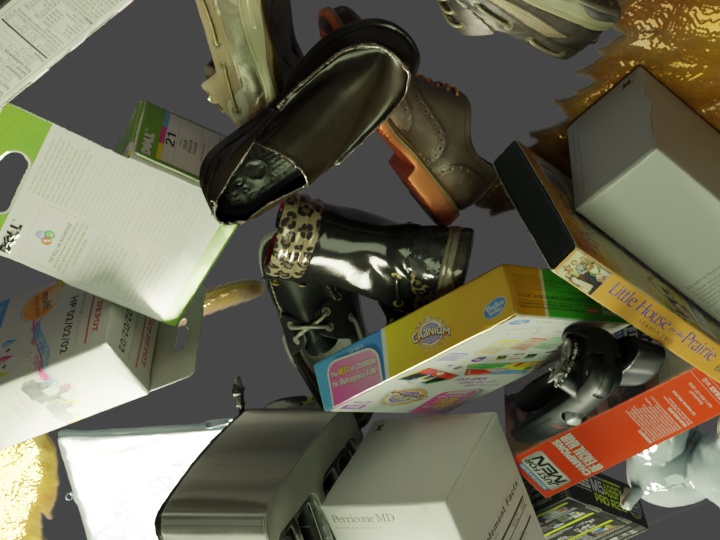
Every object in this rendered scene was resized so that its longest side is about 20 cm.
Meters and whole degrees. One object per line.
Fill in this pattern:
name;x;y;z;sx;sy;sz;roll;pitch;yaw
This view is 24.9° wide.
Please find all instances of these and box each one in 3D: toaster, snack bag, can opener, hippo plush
toaster;-0.070;0.218;1.361;0.118;0.181;0.201;-5;114;28
snack bag;-0.183;0.209;1.535;0.187;0.021;0.201;-4;131;5
can opener;0.159;0.097;1.256;0.078;0.064;0.200;22;152;-10
hippo plush;0.314;0.151;1.412;0.160;0.159;0.201;5;123;39

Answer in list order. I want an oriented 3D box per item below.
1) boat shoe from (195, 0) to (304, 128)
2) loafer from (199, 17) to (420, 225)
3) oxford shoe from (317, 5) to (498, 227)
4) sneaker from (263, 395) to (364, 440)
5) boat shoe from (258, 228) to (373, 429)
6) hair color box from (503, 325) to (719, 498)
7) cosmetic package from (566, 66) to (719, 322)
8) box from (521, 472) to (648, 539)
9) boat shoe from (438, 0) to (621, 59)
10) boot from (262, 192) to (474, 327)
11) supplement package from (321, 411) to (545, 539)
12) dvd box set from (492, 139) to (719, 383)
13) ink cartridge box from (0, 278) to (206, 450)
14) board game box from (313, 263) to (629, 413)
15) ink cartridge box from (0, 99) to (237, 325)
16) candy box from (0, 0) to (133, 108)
boat shoe;-0.081;-0.146;1.194;0.064;0.072;0.201;4;133;15
loafer;-0.034;-0.093;1.140;0.073;0.072;0.200;37;118;-23
oxford shoe;0.036;-0.127;1.217;0.073;0.071;0.200;-36;123;-2
sneaker;-0.024;0.192;1.476;0.075;0.077;0.200;-22;125;22
boat shoe;-0.033;0.052;1.365;0.073;0.061;0.201;-10;130;13
hair color box;0.217;0.095;1.359;0.199;0.111;0.064;-32;122;26
cosmetic package;0.256;-0.048;1.236;0.200;0.108;0.085;35;125;-23
box;0.141;0.242;1.496;0.199;0.045;0.160;-30;147;25
boat shoe;0.084;-0.198;1.135;0.199;0.075;0.073;22;128;-15
boot;0.000;0.000;1.280;0.150;0.074;0.200;14;164;-5
supplement package;0.073;0.233;1.347;0.121;0.120;0.201;-7;118;32
dvd box set;0.195;-0.006;1.232;0.199;0.147;0.029;31;112;-33
ink cartridge box;-0.231;0.060;1.344;0.199;0.116;0.068;-21;128;19
board game box;0.086;0.058;1.262;0.199;0.041;0.152;-29;157;36
ink cartridge box;-0.201;-0.062;1.265;0.199;0.076;0.148;24;128;-16
candy box;-0.209;-0.199;1.105;0.199;0.137;0.061;-32;122;27
